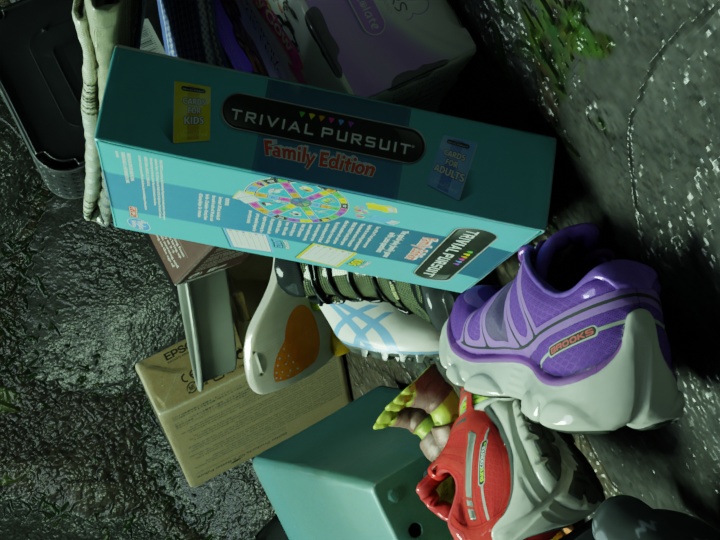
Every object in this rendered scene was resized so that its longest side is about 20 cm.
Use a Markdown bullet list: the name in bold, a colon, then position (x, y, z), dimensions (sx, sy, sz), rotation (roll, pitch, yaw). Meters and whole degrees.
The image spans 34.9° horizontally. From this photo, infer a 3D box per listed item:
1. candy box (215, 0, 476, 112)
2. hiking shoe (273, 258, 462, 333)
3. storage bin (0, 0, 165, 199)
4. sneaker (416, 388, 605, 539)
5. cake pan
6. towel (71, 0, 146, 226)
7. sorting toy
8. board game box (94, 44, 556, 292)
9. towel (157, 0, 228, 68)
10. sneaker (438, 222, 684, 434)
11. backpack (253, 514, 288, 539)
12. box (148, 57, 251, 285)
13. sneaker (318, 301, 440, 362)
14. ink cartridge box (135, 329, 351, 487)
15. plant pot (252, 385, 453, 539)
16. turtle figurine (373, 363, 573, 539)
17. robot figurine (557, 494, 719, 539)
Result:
- **candy box**: position (-0.026, -0.142, 0.632), dimensions (0.168, 0.071, 0.200), rotation (63, 167, 7)
- **hiking shoe**: position (0.000, 0.000, 0.738), dimensions (0.200, 0.100, 0.076), rotation (41, 155, 58)
- **storage bin**: position (-0.181, -0.160, 0.906), dimensions (0.136, 0.199, 0.094), rotation (62, 168, 4)
- **sneaker**: position (0.066, 0.095, 0.623), dimensions (0.077, 0.085, 0.200), rotation (47, -172, -8)
- **cake pan**: position (-0.142, 0.005, 1.011), dimensions (0.200, 0.037, 0.201), rotation (170, 90, -79)
- **towel**: position (-0.136, -0.152, 0.618), dimensions (0.200, 0.034, 0.193), rotation (113, 161, -59)
- **sorting toy**: position (-0.071, -0.026, 0.993), dimensions (0.200, 0.106, 0.181), rotation (-121, 22, -62)
- **board game box**: position (-0.023, -0.042, 0.567), dimensions (0.151, 0.199, 0.047), rotation (128, 152, -75)
- **towel**: position (-0.101, -0.158, 0.682), dimensions (0.200, 0.024, 0.146), rotation (-149, 49, -73)
- **sneaker**: position (0.093, 0.020, 0.531), dimensions (0.200, 0.080, 0.084), rotation (-170, 81, -76)
- **backpack**: position (-0.027, 0.299, 1.229), dimensions (0.150, 0.178, 0.200), rotation (43, 163, 3)
- **box**: position (-0.093, -0.080, 0.843), dimensions (0.200, 0.075, 0.100), rotation (-39, 76, 51)
- **sneaker**: position (0.006, 0.011, 0.821), dimensions (0.200, 0.072, 0.073), rotation (34, 121, 51)
- **ink cartridge box**: position (-0.117, 0.120, 1.199), dimensions (0.075, 0.199, 0.165), rotation (55, 164, 33)
- **plant pot**: position (0.028, 0.185, 0.915), dimensions (0.142, 0.141, 0.200), rotation (64, 159, -4)
- **turtle figurine**: position (0.085, 0.135, 0.743), dimensions (0.161, 0.064, 0.200), rotation (47, 171, 7)
- **robot figurine**: position (0.145, 0.179, 0.485), dimensions (0.150, 0.125, 0.200), rotation (24, -175, -25)
